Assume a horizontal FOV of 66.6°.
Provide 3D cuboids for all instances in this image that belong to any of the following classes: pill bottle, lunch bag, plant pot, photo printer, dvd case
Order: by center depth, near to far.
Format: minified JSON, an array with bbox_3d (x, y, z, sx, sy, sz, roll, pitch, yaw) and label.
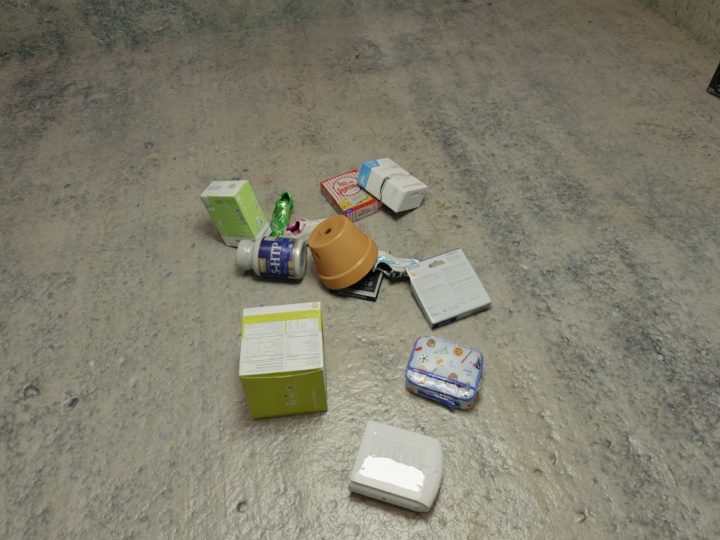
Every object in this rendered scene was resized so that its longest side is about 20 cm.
[{"bbox_3d":[0.088,0.443,1.242,0.196,0.070,0.168,11,48,12],"label":"photo printer"},{"bbox_3d":[0.217,0.262,1.402,0.196,0.076,0.162,14,51,16],"label":"lunch bag"},{"bbox_3d":[-0.063,-0.066,1.616,0.197,0.141,0.202,-23,36,18],"label":"plant pot"},{"bbox_3d":[-0.268,-0.041,1.667,0.195,0.121,0.121,4,47,6],"label":"pill bottle"},{"bbox_3d":[0.000,0.000,1.685,0.147,0.025,0.202,10,48,11],"label":"dvd case"}]

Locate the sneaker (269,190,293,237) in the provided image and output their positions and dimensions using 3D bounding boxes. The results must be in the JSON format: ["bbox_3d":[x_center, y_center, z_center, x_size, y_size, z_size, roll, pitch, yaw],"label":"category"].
[{"bbox_3d":[-0.267,-0.187,1.826,0.072,0.085,0.203,0,48,2],"label":"sneaker"}]

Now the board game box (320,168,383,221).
[{"bbox_3d":[-0.031,-0.260,1.909,0.149,0.047,0.201,-24,51,-19],"label":"board game box"}]

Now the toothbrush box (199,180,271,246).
[{"bbox_3d":[-0.388,-0.176,1.720,0.143,0.202,0.087,4,43,29],"label":"toothbrush box"}]

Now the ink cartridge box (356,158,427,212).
[{"bbox_3d":[0.108,-0.293,1.869,0.199,0.085,0.143,40,37,27],"label":"ink cartridge box"}]

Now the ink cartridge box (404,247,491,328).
[{"bbox_3d":[0.251,0.049,1.599,0.192,0.044,0.202,-17,58,-13],"label":"ink cartridge box"}]

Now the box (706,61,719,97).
[{"bbox_3d":[1.576,-0.778,2.257,0.122,0.150,0.201,-22,49,-20],"label":"box"}]

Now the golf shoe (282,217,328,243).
[{"bbox_3d":[-0.163,-0.131,1.767,0.198,0.093,0.075,-29,51,-25],"label":"golf shoe"}]

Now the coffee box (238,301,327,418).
[{"bbox_3d":[-0.185,0.225,1.364,0.195,0.202,0.200,-5,47,-3],"label":"coffee box"}]

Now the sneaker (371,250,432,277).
[{"bbox_3d":[0.123,-0.004,1.645,0.195,0.072,0.074,13,62,-5],"label":"sneaker"}]
